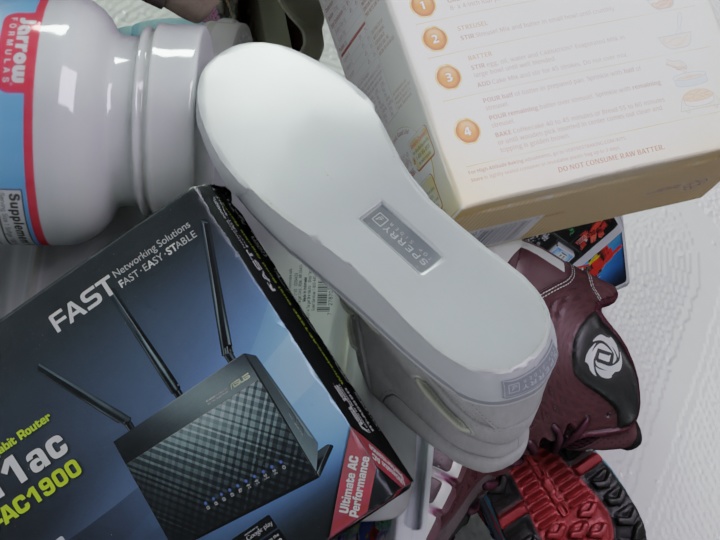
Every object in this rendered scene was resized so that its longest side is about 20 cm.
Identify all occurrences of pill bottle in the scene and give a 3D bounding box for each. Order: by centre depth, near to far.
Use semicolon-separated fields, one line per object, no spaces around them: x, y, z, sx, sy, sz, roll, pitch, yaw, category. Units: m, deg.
-0.165;-0.065;1.260;0.199;0.109;0.109;0;60;4;pill bottle

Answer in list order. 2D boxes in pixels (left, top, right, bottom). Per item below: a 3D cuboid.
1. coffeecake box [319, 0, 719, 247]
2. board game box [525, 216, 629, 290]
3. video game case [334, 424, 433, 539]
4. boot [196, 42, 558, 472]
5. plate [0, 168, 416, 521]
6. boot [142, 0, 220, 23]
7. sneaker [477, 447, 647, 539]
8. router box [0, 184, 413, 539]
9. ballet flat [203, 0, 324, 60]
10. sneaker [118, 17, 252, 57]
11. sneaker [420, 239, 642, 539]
0.068;-0.121;1.302;0.153;0.073;0.201;-13;75;-23;coffeecake box
0.054;-0.024;1.455;0.200;0.035;0.127;-23;112;-41;board game box
-0.008;0.098;1.312;0.018;0.143;0.201;21;55;-22;video game case
0.000;0.000;1.211;0.073;0.096;0.200;-31;64;-23;boot
-0.071;0.014;1.284;0.199;0.032;0.200;0;58;9;plate
-0.122;-0.159;1.271;0.146;0.200;0.070;39;22;-17;boot
0.061;0.072;1.409;0.079;0.096;0.201;-25;93;-13;sneaker
-0.100;0.080;1.204;0.150;0.200;0.062;56;7;5;router box
-0.039;-0.086;1.440;0.069;0.071;0.201;3;64;-36;ballet flat
-0.106;-0.026;1.378;0.082;0.074;0.201;6;66;15;sneaker
0.069;0.085;1.325;0.115;0.076;0.201;20;87;-20;sneaker
